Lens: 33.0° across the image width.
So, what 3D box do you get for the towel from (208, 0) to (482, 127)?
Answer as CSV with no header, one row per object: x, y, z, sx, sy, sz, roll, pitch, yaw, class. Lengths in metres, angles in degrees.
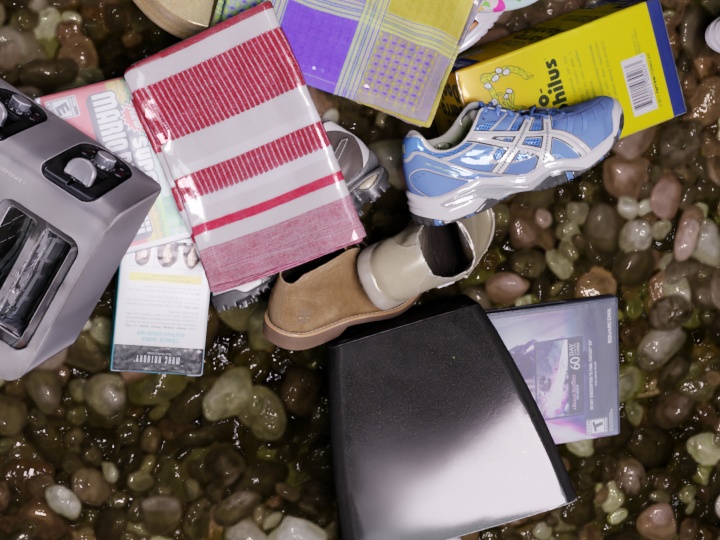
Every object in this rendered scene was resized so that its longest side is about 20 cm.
-0.013,-0.197,0.962,0.198,0.023,0.144,19,132,-9,towel

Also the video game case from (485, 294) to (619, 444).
0.162,0.106,1.198,0.198,0.019,0.144,-7,103,-14,video game case

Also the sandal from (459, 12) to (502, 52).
0.117,-0.275,1.083,0.059,0.079,0.207,41,80,-17,sandal

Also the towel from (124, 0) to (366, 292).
-0.095,-0.094,0.972,0.143,0.023,0.201,-20,97,20,towel

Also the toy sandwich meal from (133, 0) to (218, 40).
-0.115,-0.276,1.025,0.203,0.070,0.207,-2,98,-11,toy sandwich meal

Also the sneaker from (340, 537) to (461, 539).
-0.003,0.287,1.168,0.199,0.078,0.100,-36,102,-15,sneaker

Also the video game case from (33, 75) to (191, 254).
-0.157,-0.097,1.017,0.198,0.017,0.144,-15,101,-5,video game case

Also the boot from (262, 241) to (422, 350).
0.000,0.000,1.064,0.199,0.073,0.076,-26,136,-42,boot

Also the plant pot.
0.057,0.126,1.079,0.198,0.200,0.179,-17,92,0,plant pot

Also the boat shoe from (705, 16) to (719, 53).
0.412,-0.242,1.169,0.199,0.065,0.074,-9,96,-34,boat shoe

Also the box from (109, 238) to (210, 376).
-0.172,-0.012,1.068,0.082,0.049,0.202,5,100,-14,box

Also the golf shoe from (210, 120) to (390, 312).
-0.070,-0.049,1.082,0.200,0.078,0.095,-43,99,-11,golf shoe

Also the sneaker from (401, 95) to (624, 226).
0.126,-0.106,1.000,0.199,0.076,0.078,-23,110,-9,sneaker

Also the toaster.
-0.286,-0.031,0.954,0.180,0.119,0.201,34,106,1,toaster

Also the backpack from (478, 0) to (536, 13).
0.076,-0.303,0.986,0.198,0.151,0.179,4,71,6,backpack

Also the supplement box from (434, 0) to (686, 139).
0.172,-0.163,1.097,0.199,0.109,0.110,-22,106,-10,supplement box

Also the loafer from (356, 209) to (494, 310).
0.074,-0.021,1.072,0.200,0.068,0.076,-36,106,-51,loafer
